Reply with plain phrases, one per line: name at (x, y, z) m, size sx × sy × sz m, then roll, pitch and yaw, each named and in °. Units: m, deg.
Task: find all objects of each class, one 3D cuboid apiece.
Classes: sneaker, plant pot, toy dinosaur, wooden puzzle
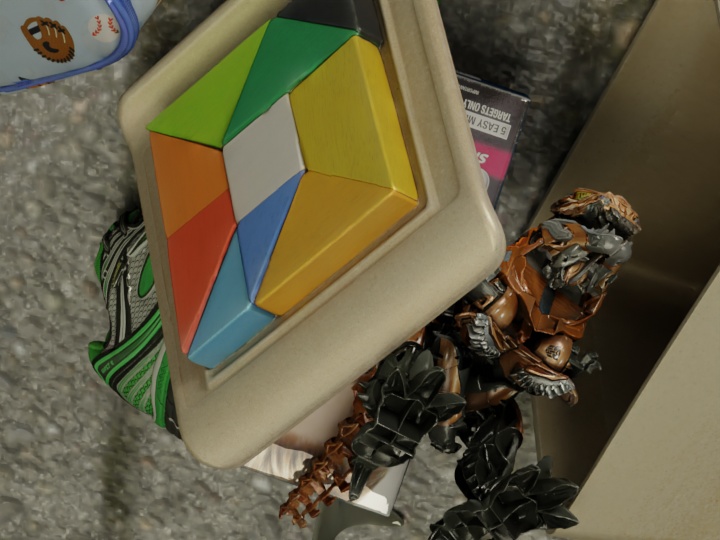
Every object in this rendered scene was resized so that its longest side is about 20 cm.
sneaker at (-0.087, -0.015, 1.422) m, size 0.085 × 0.078 × 0.201 m, roll 25°, pitch 118°, yaw 17°
plant pot at (0.194, 0.007, 1.318) m, size 0.176 × 0.201 × 0.200 m, roll 17°, pitch 127°, yaw -15°
toy dinosaur at (0.045, 0.051, 1.290) m, size 0.102 × 0.136 × 0.201 m, roll 20°, pitch 122°, yaw -11°
wooden puzzle at (-0.031, -0.043, 1.283) m, size 0.037 × 0.201 × 0.185 m, roll 21°, pitch 132°, yaw -42°

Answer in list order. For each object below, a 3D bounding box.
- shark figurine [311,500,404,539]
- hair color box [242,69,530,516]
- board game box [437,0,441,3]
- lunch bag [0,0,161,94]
shark figurine at (0.017, 0.069, 1.454) m, size 0.128 × 0.090 × 0.214 m, roll 40°, pitch 121°, yaw -15°
hair color box at (0.000, 0.000, 1.368) m, size 0.099 × 0.061 × 0.201 m, roll 18°, pitch 95°, yaw -1°
board game box at (0.032, -0.215, 1.283) m, size 0.151 × 0.037 × 0.200 m, roll 39°, pitch 122°, yaw -16°
lunch bag at (-0.187, -0.153, 1.318) m, size 0.199 × 0.076 × 0.161 m, roll -9°, pitch 130°, yaw 40°
